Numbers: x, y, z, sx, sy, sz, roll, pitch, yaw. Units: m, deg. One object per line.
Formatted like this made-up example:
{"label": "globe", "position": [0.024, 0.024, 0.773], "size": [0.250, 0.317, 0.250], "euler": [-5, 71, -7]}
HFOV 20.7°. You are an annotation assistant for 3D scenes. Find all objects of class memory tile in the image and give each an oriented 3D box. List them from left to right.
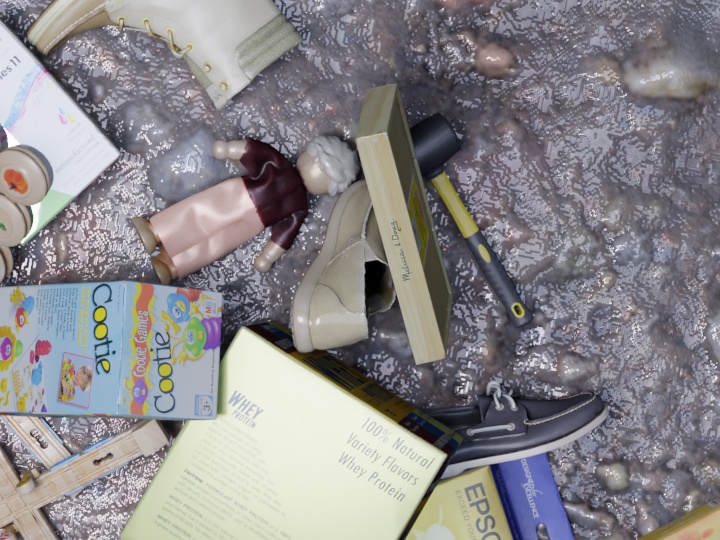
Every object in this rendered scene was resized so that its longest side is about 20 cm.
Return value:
{"label": "memory tile", "position": [-0.350, -0.087, 1.606], "size": [0.199, 0.017, 0.154], "euler": [37, 131, 2]}

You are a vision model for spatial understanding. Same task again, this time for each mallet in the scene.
{"label": "mallet", "position": [0.084, -0.034, 1.711], "size": [0.065, 0.041, 0.201], "euler": [-25, 99, -4]}

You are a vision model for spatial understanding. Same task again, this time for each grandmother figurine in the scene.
{"label": "grandmother figurine", "position": [-0.093, -0.060, 1.679], "size": [0.199, 0.061, 0.122], "euler": [-25, 123, -8]}

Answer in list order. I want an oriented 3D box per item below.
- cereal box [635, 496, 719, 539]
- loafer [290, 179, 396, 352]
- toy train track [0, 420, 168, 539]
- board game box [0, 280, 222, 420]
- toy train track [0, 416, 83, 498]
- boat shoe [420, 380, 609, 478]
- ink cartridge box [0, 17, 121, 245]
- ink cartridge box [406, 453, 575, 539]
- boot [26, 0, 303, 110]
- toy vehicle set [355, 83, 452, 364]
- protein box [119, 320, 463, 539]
{"label": "cereal box", "position": [0.322, 0.314, 1.752], "size": [0.143, 0.040, 0.201], "euler": [-27, 95, -5]}
{"label": "loafer", "position": [0.000, 0.000, 1.634], "size": [0.068, 0.201, 0.076], "euler": [9, 133, 14]}
{"label": "toy train track", "position": [-0.253, 0.180, 1.652], "size": [0.199, 0.033, 0.115], "euler": [-28, 106, 8]}
{"label": "board game box", "position": [-0.215, 0.066, 1.581], "size": [0.102, 0.199, 0.106], "euler": [8, 83, -45]}
{"label": "toy train track", "position": [-0.301, 0.112, 1.672], "size": [0.115, 0.033, 0.200], "euler": [-41, 97, -3]}
{"label": "boat shoe", "position": [0.115, 0.130, 1.703], "size": [0.198, 0.073, 0.063], "euler": [-16, 98, -1]}
{"label": "ink cartridge box", "position": [-0.306, -0.133, 1.641], "size": [0.117, 0.067, 0.200], "euler": [-43, 97, -2]}
{"label": "ink cartridge box", "position": [0.099, 0.273, 1.722], "size": [0.198, 0.047, 0.199], "euler": [-19, 93, -3]}
{"label": "boot", "position": [-0.163, -0.198, 1.656], "size": [0.199, 0.072, 0.155], "euler": [-34, 98, -5]}
{"label": "toy vehicle set", "position": [0.038, -0.040, 1.629], "size": [0.026, 0.124, 0.202], "euler": [-12, 111, 10]}
{"label": "protein box", "position": [-0.053, 0.177, 1.624], "size": [0.198, 0.135, 0.201], "euler": [31, 95, 7]}
